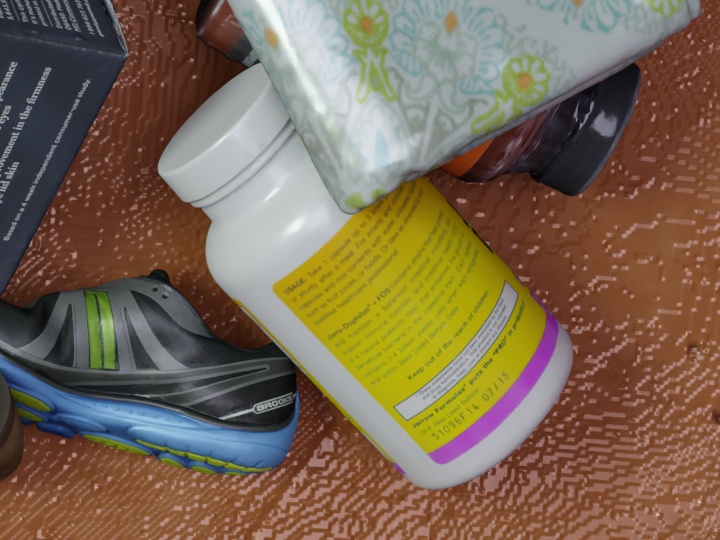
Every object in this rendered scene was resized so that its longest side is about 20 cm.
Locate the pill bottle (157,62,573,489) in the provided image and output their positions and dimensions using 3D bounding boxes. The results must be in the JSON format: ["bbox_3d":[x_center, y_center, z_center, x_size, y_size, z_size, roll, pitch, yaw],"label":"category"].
[{"bbox_3d":[0.000,0.000,1.253,0.104,0.104,0.200,-46,109,-9],"label":"pill bottle"}]

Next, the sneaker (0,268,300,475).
[{"bbox_3d":[-0.122,0.035,1.268,0.198,0.071,0.083,18,71,-12],"label":"sneaker"}]

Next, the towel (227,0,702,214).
[{"bbox_3d":[0.035,-0.143,1.204,0.199,0.048,0.172,-29,87,-20],"label":"towel"}]

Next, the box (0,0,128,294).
[{"bbox_3d":[-0.224,-0.084,1.160,0.199,0.105,0.148,9,128,-34],"label":"box"}]

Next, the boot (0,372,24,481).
[{"bbox_3d":[-0.249,0.067,1.236,0.199,0.076,0.074,9,70,9],"label":"boot"}]

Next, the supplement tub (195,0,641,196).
[{"bbox_3d":[0.030,-0.110,1.276,0.199,0.107,0.107,27,84,-9],"label":"supplement tub"}]
